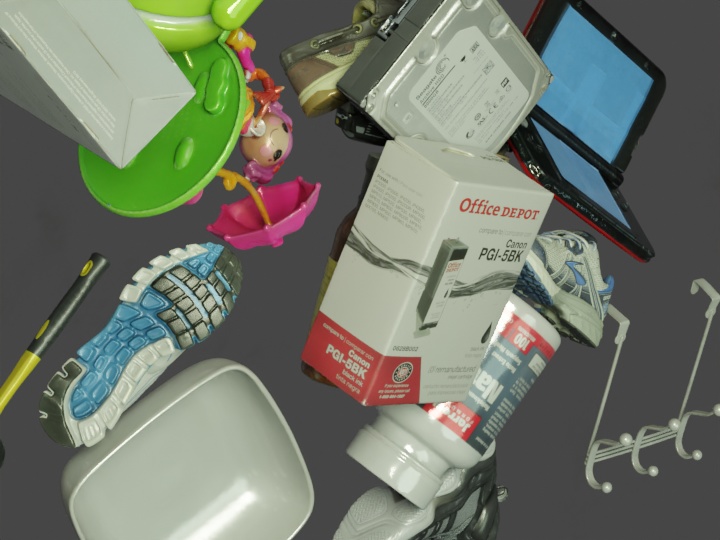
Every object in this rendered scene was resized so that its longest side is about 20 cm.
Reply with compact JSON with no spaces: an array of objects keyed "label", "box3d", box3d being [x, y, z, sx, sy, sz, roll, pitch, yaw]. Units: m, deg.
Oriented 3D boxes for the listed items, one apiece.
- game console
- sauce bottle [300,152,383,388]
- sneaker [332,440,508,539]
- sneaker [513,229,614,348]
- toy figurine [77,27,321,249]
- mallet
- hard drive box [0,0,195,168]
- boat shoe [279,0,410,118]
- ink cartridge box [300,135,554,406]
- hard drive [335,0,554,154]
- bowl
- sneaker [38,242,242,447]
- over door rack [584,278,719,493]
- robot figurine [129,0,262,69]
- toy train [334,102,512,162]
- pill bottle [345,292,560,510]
[{"label":"game console","box3d":[0.220,-0.132,1.534,0.119,0.173,0.199,-41,133,20]},{"label":"sauce bottle","box3d":[0.000,0.000,1.454,0.065,0.066,0.202,3,107,-37]},{"label":"sneaker","box3d":[0.065,0.243,1.596,0.200,0.075,0.115,-40,125,-20]},{"label":"sneaker","box3d":[0.179,-0.009,1.590,0.200,0.077,0.086,43,72,-47]},{"label":"toy figurine","box3d":[-0.102,-0.101,1.320,0.184,0.149,0.202,37,60,-54]},{"label":"mallet","box3d":[-0.264,0.070,1.310,0.041,0.065,0.201,45,65,-38]},{"label":"hard drive box","box3d":[-0.222,-0.171,1.127,0.077,0.199,0.156,-46,130,-12]},{"label":"boat shoe","box3d":[0.019,-0.195,1.383,0.199,0.073,0.065,-34,91,-35]},{"label":"ink cartridge box","box3d":[0.056,0.003,1.383,0.146,0.083,0.202,2,115,-50]},{"label":"hard drive","box3d":[0.075,-0.154,1.380,0.140,0.038,0.200,-51,146,0]},{"label":"bowl","box3d":[-0.150,0.182,1.412,0.199,0.074,0.201,-37,126,-18]},{"label":"sneaker","box3d":[-0.174,0.054,1.336,0.200,0.087,0.075,-43,91,-3]},{"label":"over door rack","box3d":[0.307,0.123,1.735,0.146,0.066,0.202,-12,116,-33]},{"label":"robot figurine","box3d":[-0.133,-0.241,1.183,0.115,0.175,0.201,-31,148,-41]},{"label":"toy train","box3d":[0.058,-0.117,1.468,0.198,0.034,0.046,10,106,-39]},{"label":"pill bottle","box3d":[0.080,0.109,1.522,0.119,0.119,0.201,39,84,-40]}]
